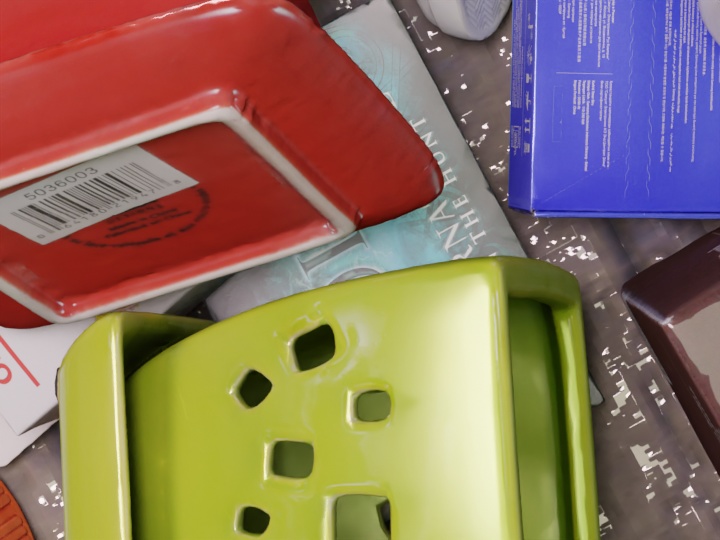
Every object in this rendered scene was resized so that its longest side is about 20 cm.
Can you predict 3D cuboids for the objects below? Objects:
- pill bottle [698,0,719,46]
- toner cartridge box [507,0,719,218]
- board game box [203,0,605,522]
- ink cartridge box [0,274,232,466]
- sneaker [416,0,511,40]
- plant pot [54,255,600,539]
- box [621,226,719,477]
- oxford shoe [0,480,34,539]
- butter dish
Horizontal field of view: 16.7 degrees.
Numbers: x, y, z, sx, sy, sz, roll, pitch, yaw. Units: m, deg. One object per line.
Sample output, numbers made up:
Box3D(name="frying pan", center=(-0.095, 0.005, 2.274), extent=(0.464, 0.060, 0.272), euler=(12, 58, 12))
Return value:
Box3D(name="pill bottle", center=(0.227, -0.168, 0.995), extent=(0.112, 0.112, 0.201), euler=(29, 76, 0))
Box3D(name="toner cartridge box", center=(0.114, -0.123, 1.035), extent=(0.094, 0.043, 0.202), euler=(1, 94, -12))
Box3D(name="board game box", center=(0.000, 0.000, 1.060), extent=(0.135, 0.028, 0.201), euler=(-29, 91, 2))
Box3D(name="ink cartridge box", center=(-0.125, -0.014, 1.022), extent=(0.200, 0.068, 0.115), euler=(-41, 86, 13))
Box3D(name="sneaker", center=(-0.002, -0.194, 1.040), extent=(0.115, 0.074, 0.201), euler=(3, 117, 33))
Box3D(name="plant pot", center=(-0.009, 0.101, 0.947), extent=(0.180, 0.200, 0.201), euler=(-4, 86, 12))
Box3D(name="box", center=(0.235, 0.033, 0.987), extent=(0.199, 0.164, 0.167), euler=(-31, 93, 2))
Box3D(name="oxford shoe", center=(-0.201, 0.106, 1.056), extent=(0.073, 0.071, 0.201), euler=(-37, 84, 19))
Box3D(name="butter dish", center=(-0.093, -0.081, 0.901), extent=(0.199, 0.199, 0.149), euler=(-17, 67, 15))
